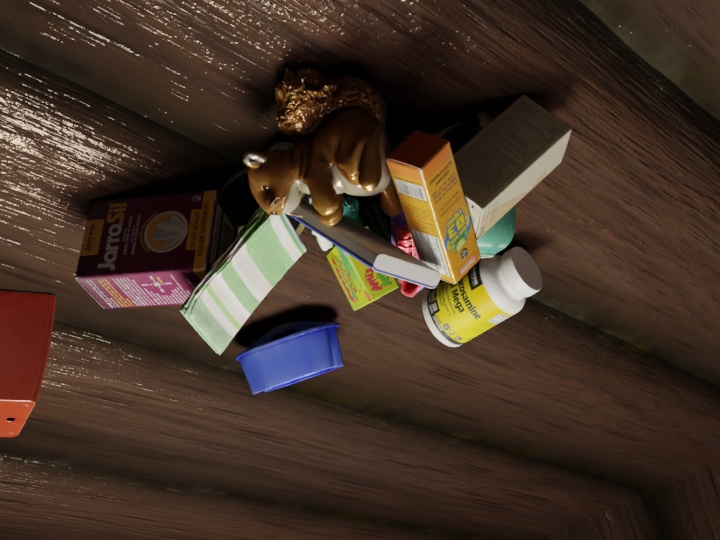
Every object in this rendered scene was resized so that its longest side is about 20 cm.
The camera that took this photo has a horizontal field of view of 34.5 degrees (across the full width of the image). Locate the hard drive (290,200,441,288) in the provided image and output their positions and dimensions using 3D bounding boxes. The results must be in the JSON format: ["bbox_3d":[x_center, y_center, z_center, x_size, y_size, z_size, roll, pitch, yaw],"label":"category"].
[{"bbox_3d":[0.000,-0.038,1.566,0.131,0.199,0.026,17,102,-46],"label":"hard drive"}]

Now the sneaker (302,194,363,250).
[{"bbox_3d":[-0.042,-0.092,1.727,0.079,0.078,0.200,-16,164,5],"label":"sneaker"}]

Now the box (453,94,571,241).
[{"bbox_3d":[0.192,-0.144,1.603,0.200,0.095,0.078,-40,157,-25],"label":"box"}]

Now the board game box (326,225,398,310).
[{"bbox_3d":[0.000,0.000,1.789,0.047,0.102,0.200,-27,178,-10],"label":"board game box"}]

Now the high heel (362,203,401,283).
[{"bbox_3d":[0.060,-0.002,1.844,0.071,0.143,0.200,-27,149,3],"label":"high heel"}]

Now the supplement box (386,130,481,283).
[{"bbox_3d":[0.099,-0.080,1.528,0.067,0.068,0.201,-45,136,-27],"label":"supplement box"}]

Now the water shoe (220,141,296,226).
[{"bbox_3d":[-0.146,-0.105,1.647,0.071,0.080,0.200,20,141,-26],"label":"water shoe"}]

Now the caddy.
[{"bbox_3d":[-0.126,0.147,2.082,0.198,0.106,0.141,-20,172,12],"label":"caddy"}]

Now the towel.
[{"bbox_3d":[-0.160,0.011,1.615,0.201,0.023,0.153,-52,153,-12],"label":"towel"}]

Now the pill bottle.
[{"bbox_3d":[0.212,0.042,2.015,0.199,0.113,0.112,-34,144,32],"label":"pill bottle"}]

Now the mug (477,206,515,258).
[{"bbox_3d":[0.168,-0.077,1.736,0.183,0.116,0.151,2,176,-34],"label":"mug"}]

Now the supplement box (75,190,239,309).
[{"bbox_3d":[-0.285,-0.029,1.646,0.198,0.132,0.103,-5,152,14],"label":"supplement box"}]

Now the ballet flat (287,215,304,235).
[{"bbox_3d":[-0.145,-0.035,1.699,0.070,0.201,0.071,28,152,17],"label":"ballet flat"}]

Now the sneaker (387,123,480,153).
[{"bbox_3d":[0.077,-0.163,1.645,0.120,0.085,0.199,12,-155,37],"label":"sneaker"}]

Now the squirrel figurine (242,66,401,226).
[{"bbox_3d":[-0.057,-0.158,1.509,0.185,0.203,0.141,-7,174,16],"label":"squirrel figurine"}]

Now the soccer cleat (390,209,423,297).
[{"bbox_3d":[0.071,-0.036,1.633,0.068,0.073,0.201,26,158,25],"label":"soccer cleat"}]

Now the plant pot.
[{"bbox_3d":[-0.600,0.156,1.841,0.198,0.178,0.200,6,146,-28],"label":"plant pot"}]
